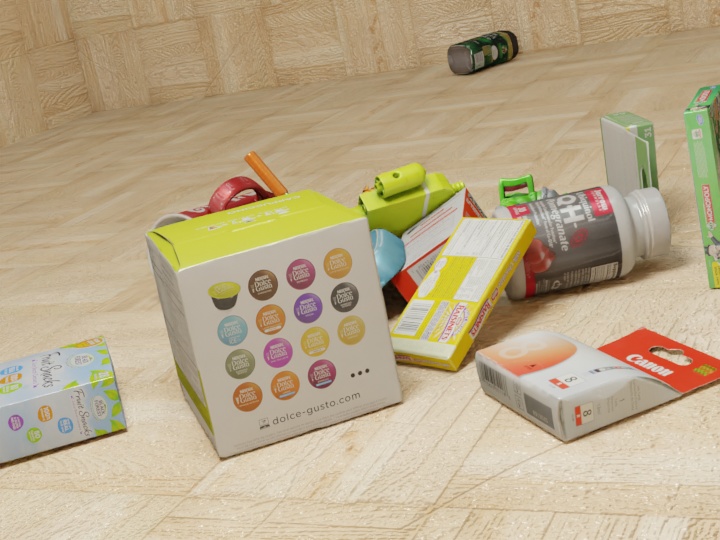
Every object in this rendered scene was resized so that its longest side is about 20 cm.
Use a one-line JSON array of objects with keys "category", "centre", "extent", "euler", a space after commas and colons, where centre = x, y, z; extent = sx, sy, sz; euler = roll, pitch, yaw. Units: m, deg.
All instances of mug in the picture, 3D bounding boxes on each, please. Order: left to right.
[{"category": "mug", "centre": [-0.179, -0.048, 1.720], "extent": [0.176, 0.135, 0.199], "euler": [-29, -2, 37]}]

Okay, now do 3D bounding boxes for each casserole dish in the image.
[{"category": "casserole dish", "centre": [0.000, 0.000, 1.509], "extent": [0.121, 0.039, 0.200], "euler": [-41, 10, 10]}]

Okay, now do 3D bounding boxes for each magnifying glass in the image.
[{"category": "magnifying glass", "centre": [-0.098, -0.091, 1.736], "extent": [0.022, 0.201, 0.080], "euler": [-39, -2, 6]}]

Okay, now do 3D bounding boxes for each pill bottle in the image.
[{"category": "pill bottle", "centre": [0.262, -0.039, 1.428], "extent": [0.197, 0.112, 0.111], "euler": [-12, 16, -2]}]

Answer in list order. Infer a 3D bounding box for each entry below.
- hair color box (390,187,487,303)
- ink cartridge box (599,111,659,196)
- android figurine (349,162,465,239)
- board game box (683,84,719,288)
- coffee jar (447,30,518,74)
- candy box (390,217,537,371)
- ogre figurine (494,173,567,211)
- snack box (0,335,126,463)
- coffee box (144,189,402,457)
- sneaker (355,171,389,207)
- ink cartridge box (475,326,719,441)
[{"category": "hair color box", "centre": [0.105, -0.027, 1.521], "extent": [0.110, 0.064, 0.200], "euler": [-36, 12, 17]}, {"category": "ink cartridge box", "centre": [0.367, -0.119, 1.561], "extent": [0.047, 0.148, 0.200], "euler": [-11, 16, -4]}, {"category": "android figurine", "centre": [0.053, -0.072, 1.627], "extent": [0.198, 0.183, 0.041], "euler": [-20, 57, -17]}, {"category": "board game box", "centre": [0.405, -0.098, 1.366], "extent": [0.029, 0.203, 0.134], "euler": [-5, 17, 26]}, {"category": "coffee jar", "centre": [0.338, -0.600, 3.284], "extent": [0.198, 0.087, 0.104], "euler": [-24, 20, -36]}, {"category": "candy box", "centre": [0.110, 0.021, 1.330], "extent": [0.101, 0.027, 0.201], "euler": [7, 53, 43]}, {"category": "ogre figurine", "centre": [0.242, -0.078, 1.605], "extent": [0.118, 0.099, 0.201], "euler": [5, 31, 12]}, {"category": "snack box", "centre": [-0.367, 0.147, 1.327], "extent": [0.197, 0.069, 0.169], "euler": [-14, 16, -14]}, {"category": "coffee box", "centre": [-0.095, 0.044, 1.245], "extent": [0.197, 0.201, 0.200], "euler": [-16, 17, -15]}, {"category": "sneaker", "centre": [0.021, -0.091, 1.832], "extent": [0.077, 0.078, 0.200], "euler": [-4, 19, 18]}, {"category": "ink cartridge box", "centre": [0.232, 0.087, 1.144], "extent": [0.198, 0.051, 0.162], "euler": [-21, 19, -18]}]
